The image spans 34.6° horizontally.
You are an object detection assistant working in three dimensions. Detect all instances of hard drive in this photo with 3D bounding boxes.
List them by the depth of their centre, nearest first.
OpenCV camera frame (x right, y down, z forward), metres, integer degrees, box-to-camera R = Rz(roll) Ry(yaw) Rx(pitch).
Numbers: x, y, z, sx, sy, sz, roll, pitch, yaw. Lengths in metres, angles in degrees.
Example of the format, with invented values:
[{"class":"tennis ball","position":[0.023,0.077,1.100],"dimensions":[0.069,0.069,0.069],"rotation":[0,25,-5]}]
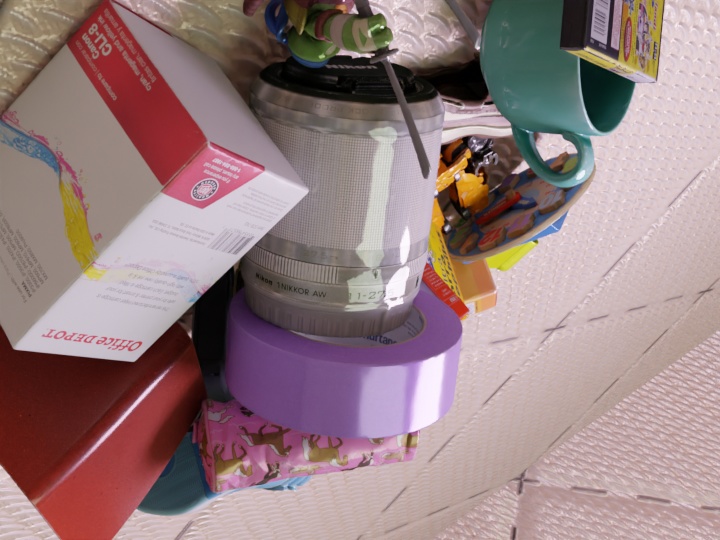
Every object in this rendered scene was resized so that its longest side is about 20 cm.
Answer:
[{"class":"hard drive","position":[-0.138,0.069,1.129],"dimensions":[0.032,0.142,0.201],"rotation":[-1,151,-2]}]

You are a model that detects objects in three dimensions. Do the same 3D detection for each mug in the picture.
[{"class":"mug","position":[0.173,-0.190,1.057],"dimensions":[0.152,0.113,0.187],"rotation":[52,55,-48]}]

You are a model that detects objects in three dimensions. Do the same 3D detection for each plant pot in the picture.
[{"class":"plant pot","position":[-0.239,0.094,0.966],"dimensions":[0.176,0.200,0.201],"rotation":[-39,160,-19]}]

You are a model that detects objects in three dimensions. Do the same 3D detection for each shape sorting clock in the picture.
[{"class":"shape sorting clock","position":[0.182,-0.076,1.336],"dimensions":[0.199,0.039,0.201],"rotation":[-33,-159,14]}]

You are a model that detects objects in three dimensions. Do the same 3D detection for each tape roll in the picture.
[{"class":"tape roll","position":[-0.015,0.066,0.976],"dimensions":[0.198,0.199,0.067],"rotation":[-14,117,-44]}]

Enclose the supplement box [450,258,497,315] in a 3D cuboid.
[{"class":"supplement box","position":[0.063,0.038,1.391],"dimensions":[0.197,0.067,0.069],"rotation":[-18,161,-2]}]

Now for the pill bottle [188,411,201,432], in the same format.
[{"class":"pill bottle","position":[-0.215,0.140,1.176],"dimensions":[0.110,0.111,0.201],"rotation":[-26,155,-25]}]

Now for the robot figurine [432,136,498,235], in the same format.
[{"class":"robot figurine","position":[0.083,-0.091,1.252],"dimensions":[0.144,0.058,0.200],"rotation":[-37,158,-3]}]

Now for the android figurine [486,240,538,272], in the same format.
[{"class":"android figurine","position":[0.162,-0.027,1.498],"dimensions":[0.200,0.041,0.181],"rotation":[-44,159,23]}]

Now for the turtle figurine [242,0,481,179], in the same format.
[{"class":"turtle figurine","position":[0.020,-0.212,0.793],"dimensions":[0.144,0.199,0.195],"rotation":[-40,152,-31]}]

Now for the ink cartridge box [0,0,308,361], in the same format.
[{"class":"ink cartridge box","position":[-0.172,-0.054,0.826],"dimensions":[0.200,0.145,0.145],"rotation":[-43,157,13]}]

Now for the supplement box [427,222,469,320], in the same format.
[{"class":"supplement box","position":[-0.004,0.030,1.212],"dimensions":[0.198,0.110,0.109],"rotation":[-24,162,19]}]

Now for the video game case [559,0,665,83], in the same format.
[{"class":"video game case","position":[0.225,-0.276,0.995],"dimensions":[0.180,0.025,0.204],"rotation":[2,94,-57]}]

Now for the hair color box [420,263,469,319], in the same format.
[{"class":"hair color box","position":[0.000,0.000,1.106],"dimensions":[0.101,0.200,0.061],"rotation":[-43,173,17]}]

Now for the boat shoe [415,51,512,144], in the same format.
[{"class":"boat shoe","position":[0.121,-0.175,1.133],"dimensions":[0.200,0.075,0.075],"rotation":[-20,146,-35]}]

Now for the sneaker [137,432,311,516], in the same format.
[{"class":"sneaker","position":[-0.125,0.195,1.133],"dimensions":[0.197,0.081,0.130],"rotation":[-17,161,16]}]

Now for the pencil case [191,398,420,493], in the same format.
[{"class":"pencil case","position":[-0.047,0.140,1.012],"dimensions":[0.197,0.084,0.087],"rotation":[-8,166,-14]}]

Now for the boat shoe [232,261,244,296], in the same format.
[{"class":"boat shoe","position":[-0.088,0.067,1.124],"dimensions":[0.071,0.060,0.202],"rotation":[-18,134,-18]}]

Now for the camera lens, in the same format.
[{"class":"camera lens","position":[-0.018,-0.066,0.943],"dimensions":[0.159,0.159,0.203],"rotation":[-14,118,-44]}]
